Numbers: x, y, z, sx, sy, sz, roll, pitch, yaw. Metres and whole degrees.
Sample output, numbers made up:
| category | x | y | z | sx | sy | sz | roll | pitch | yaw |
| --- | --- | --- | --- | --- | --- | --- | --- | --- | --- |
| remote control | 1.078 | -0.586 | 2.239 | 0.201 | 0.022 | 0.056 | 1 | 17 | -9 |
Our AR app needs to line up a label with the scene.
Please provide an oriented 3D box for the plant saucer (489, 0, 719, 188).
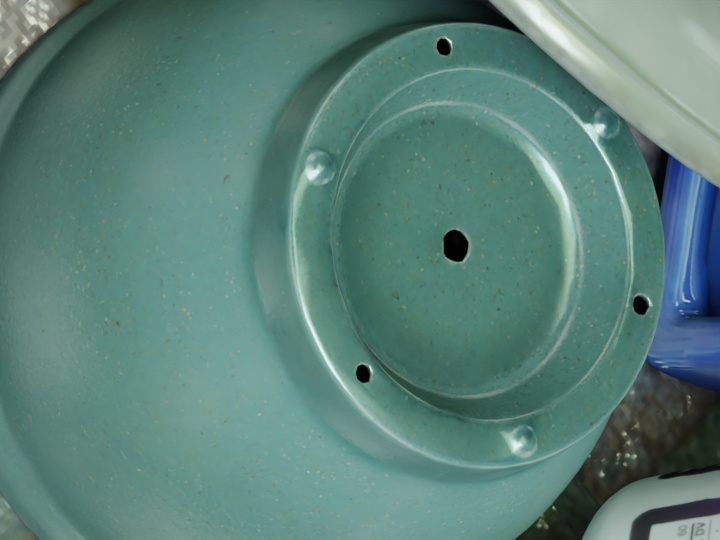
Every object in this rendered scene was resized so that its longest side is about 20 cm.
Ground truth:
| category | x | y | z | sx | sy | sz | roll | pitch | yaw |
| --- | --- | --- | --- | --- | --- | --- | --- | --- | --- |
| plant saucer | 0.061 | -0.104 | 0.842 | 0.200 | 0.200 | 0.050 | 38 | 104 | -21 |

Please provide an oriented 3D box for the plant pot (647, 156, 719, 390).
| category | x | y | z | sx | sy | sz | roll | pitch | yaw |
| --- | --- | --- | --- | --- | --- | --- | --- | --- | --- |
| plant pot | 0.229 | -0.042 | 0.923 | 0.180 | 0.200 | 0.201 | 22 | 72 | -34 |

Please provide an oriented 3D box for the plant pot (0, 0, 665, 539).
| category | x | y | z | sx | sy | sz | roll | pitch | yaw |
| --- | --- | --- | --- | --- | --- | --- | --- | --- | --- |
| plant pot | 0.000 | 0.000 | 0.822 | 0.200 | 0.134 | 0.201 | 4 | 81 | -29 |

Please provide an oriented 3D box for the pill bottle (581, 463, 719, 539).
| category | x | y | z | sx | sy | sz | roll | pitch | yaw |
| --- | --- | --- | --- | --- | --- | --- | --- | --- | --- |
| pill bottle | 0.128 | 0.107 | 0.838 | 0.111 | 0.200 | 0.112 | 35 | 49 | -54 |
